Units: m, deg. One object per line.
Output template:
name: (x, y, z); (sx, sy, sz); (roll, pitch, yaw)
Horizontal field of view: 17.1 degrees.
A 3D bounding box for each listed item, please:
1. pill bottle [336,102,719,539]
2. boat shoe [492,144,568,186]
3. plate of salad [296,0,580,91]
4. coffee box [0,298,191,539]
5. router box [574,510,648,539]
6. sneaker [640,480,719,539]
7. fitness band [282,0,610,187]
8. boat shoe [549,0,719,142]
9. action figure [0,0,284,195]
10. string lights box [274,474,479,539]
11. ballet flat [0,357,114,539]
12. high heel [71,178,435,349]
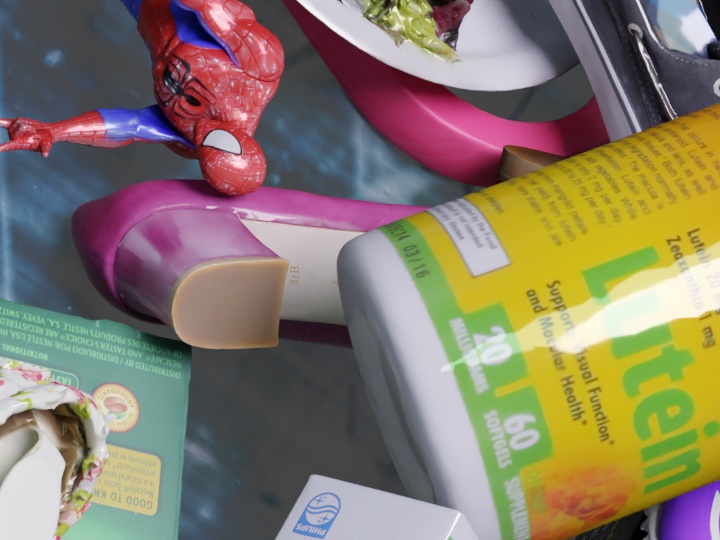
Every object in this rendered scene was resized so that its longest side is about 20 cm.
pill bottle: (0.102, 0.010, 0.753); (0.199, 0.111, 0.111); (-20, 74, -7)
boat shoe: (0.132, 0.004, 0.920); (0.199, 0.070, 0.071); (11, 100, -20)
plate of salad: (0.025, -0.160, 0.900); (0.200, 0.048, 0.201); (18, 57, -29)
coffee box: (-0.119, 0.104, 0.732); (0.123, 0.044, 0.201); (14, 58, -22)
router box: (0.126, 0.162, 0.827); (0.150, 0.062, 0.200); (40, 52, -6)
sneaker: (0.177, 0.046, 0.815); (0.200, 0.100, 0.070); (-35, 81, -38)
fitness band: (0.033, -0.124, 0.949); (0.143, 0.037, 0.200); (-29, 80, -34)
boat shoe: (0.126, -0.076, 0.856); (0.070, 0.066, 0.200); (-23, 84, -30)
action figure: (-0.091, -0.105, 0.821); (0.099, 0.065, 0.200); (2, 49, -38)
string lights box: (-0.020, 0.172, 0.691); (0.200, 0.059, 0.103); (-60, 140, -26)
ballet flat: (-0.131, 0.098, 0.653); (0.076, 0.064, 0.200); (54, 47, -34)
high heel: (0.000, 0.000, 0.840); (0.199, 0.068, 0.096); (-3, 21, -29)
